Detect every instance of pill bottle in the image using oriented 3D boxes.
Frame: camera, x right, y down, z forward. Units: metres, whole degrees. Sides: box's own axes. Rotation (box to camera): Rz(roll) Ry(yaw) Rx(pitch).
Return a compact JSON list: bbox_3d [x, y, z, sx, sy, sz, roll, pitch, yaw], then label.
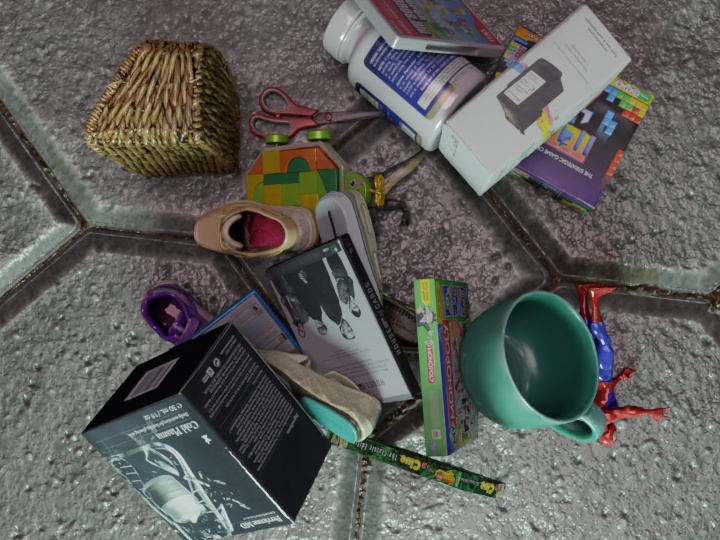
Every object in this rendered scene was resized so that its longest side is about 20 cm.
[{"bbox_3d":[0.052,-0.263,0.909,0.200,0.120,0.120,42,89,7],"label":"pill bottle"}]

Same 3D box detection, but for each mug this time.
[{"bbox_3d":[0.199,0.129,0.852,0.150,0.114,0.188,-7,77,-32],"label":"mug"}]

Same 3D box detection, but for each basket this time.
[{"bbox_3d":[-0.244,-0.207,0.888,0.146,0.200,0.146,-1,86,5],"label":"basket"}]

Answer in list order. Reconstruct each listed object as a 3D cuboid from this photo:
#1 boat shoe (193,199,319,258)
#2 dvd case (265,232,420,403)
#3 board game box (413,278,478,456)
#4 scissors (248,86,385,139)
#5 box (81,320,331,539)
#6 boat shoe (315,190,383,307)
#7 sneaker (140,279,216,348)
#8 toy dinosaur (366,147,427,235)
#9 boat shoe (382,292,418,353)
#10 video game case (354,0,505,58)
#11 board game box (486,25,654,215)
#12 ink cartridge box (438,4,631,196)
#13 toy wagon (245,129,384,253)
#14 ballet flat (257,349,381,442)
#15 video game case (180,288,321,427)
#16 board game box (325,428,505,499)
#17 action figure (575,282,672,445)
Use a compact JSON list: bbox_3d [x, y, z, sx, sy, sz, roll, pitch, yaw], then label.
[{"bbox_3d":[-0.149,-0.054,0.900,0.197,0.069,0.075,-1,96,33],"label":"boat shoe"},{"bbox_3d":[-0.025,0.069,0.845,0.149,0.025,0.203,-19,99,45],"label":"dvd case"},{"bbox_3d":[0.108,0.114,0.866,0.029,0.134,0.204,-6,85,24],"label":"board game box"},{"bbox_3d":[-0.056,-0.204,0.969,0.196,0.014,0.075,12,84,5],"label":"scissors"},{"bbox_3d":[-0.176,0.195,0.817,0.198,0.125,0.198,-24,113,35],"label":"box"},{"bbox_3d":[0.000,0.000,0.853,0.071,0.062,0.204,1,107,41],"label":"boat shoe"},{"bbox_3d":[-0.211,0.085,0.918,0.199,0.088,0.081,34,87,6],"label":"sneaker"},{"bbox_3d":[0.020,-0.092,0.937,0.197,0.048,0.089,-26,77,-1],"label":"toy dinosaur"},{"bbox_3d":[0.009,0.055,0.916,0.198,0.060,0.073,20,88,6],"label":"boat shoe"},{"bbox_3d":[0.078,-0.322,0.877,0.144,0.198,0.018,57,134,24],"label":"video game case"},{"bbox_3d":[0.252,-0.195,0.920,0.198,0.057,0.167,29,87,7],"label":"board game box"},{"bbox_3d":[0.195,-0.190,0.824,0.199,0.146,0.083,-40,85,2],"label":"ink cartridge box"},{"bbox_3d":[-0.063,-0.102,0.913,0.197,0.039,0.158,0,93,29],"label":"toy wagon"},{"bbox_3d":[-0.063,0.140,0.851,0.198,0.068,0.062,28,49,21],"label":"ballet flat"},{"bbox_3d":[-0.132,0.143,0.902,0.142,0.018,0.201,-36,107,-1],"label":"video game case"},{"bbox_3d":[0.060,0.224,0.825,0.198,0.104,0.024,6,77,44],"label":"board game box"},{"bbox_3d":[0.326,0.117,0.877,0.097,0.065,0.204,-3,95,-4],"label":"action figure"}]
